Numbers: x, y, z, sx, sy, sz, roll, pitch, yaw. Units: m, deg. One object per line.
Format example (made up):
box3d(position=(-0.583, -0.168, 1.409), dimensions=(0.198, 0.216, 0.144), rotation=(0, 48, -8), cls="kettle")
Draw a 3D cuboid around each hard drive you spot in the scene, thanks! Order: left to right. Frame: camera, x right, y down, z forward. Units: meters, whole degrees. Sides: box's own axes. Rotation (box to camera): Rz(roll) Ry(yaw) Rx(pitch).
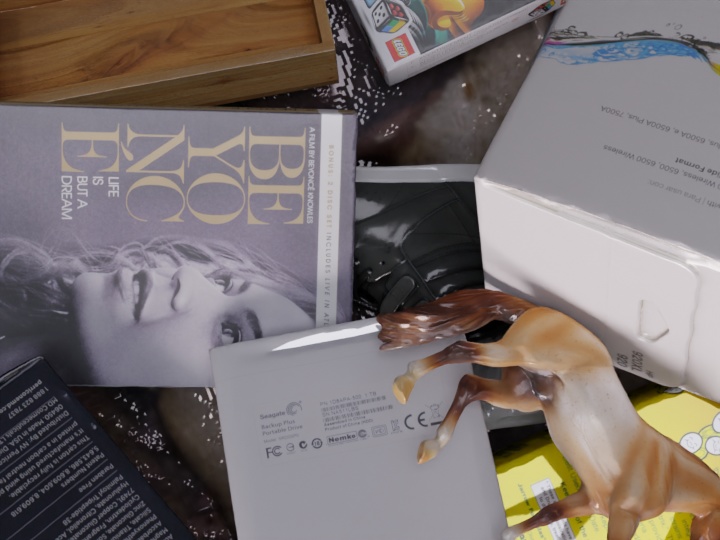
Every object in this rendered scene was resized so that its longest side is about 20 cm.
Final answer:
box3d(position=(0.005, 0.123, 0.756), dimensions=(0.132, 0.025, 0.200), rotation=(-10, 67, -2), cls="hard drive")

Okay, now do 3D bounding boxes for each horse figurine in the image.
box3d(position=(0.095, 0.079, 0.741), dimensions=(0.132, 0.050, 0.200), rotation=(-30, 76, -28), cls="horse figurine")

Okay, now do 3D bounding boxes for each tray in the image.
box3d(position=(-0.119, -0.136, 0.863), dimensions=(0.200, 0.037, 0.099), rotation=(-11, 61, -2), cls="tray")

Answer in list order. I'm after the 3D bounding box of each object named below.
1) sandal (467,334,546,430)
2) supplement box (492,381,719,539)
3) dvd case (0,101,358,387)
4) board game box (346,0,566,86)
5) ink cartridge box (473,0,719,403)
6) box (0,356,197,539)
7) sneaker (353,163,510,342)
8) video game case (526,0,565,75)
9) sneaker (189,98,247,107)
box3d(position=(0.032, 0.076, 0.856), dimensions=(0.202, 0.083, 0.050), rotation=(0, 128, -3), cls="sandal")
box3d(position=(0.140, 0.131, 0.828), dimensions=(0.200, 0.109, 0.110), rotation=(-23, 86, -4), cls="supplement box")
box3d(position=(-0.102, -0.012, 0.795), dimensions=(0.200, 0.016, 0.149), rotation=(1, 101, -6), cls="dvd case")
box3d(position=(0.030, -0.223, 0.882), dimensions=(0.126, 0.035, 0.200), rotation=(-26, 81, -2), cls="board game box")
box3d(position=(0.164, -0.064, 0.764), dimensions=(0.144, 0.147, 0.200), rotation=(21, 67, 19), cls="ink cartridge box")
box3d(position=(-0.157, 0.169, 0.784), dimensions=(0.200, 0.148, 0.104), rotation=(49, 54, 4), cls="box")
box3d(position=(0.000, 0.000, 0.841), dimensions=(0.200, 0.071, 0.099), rotation=(-5, 61, -5), cls="sneaker")
box3d(position=(0.219, -0.143, 0.896), dimensions=(0.200, 0.023, 0.182), rotation=(24, 85, 0), cls="video game case")
box3d(position=(-0.140, -0.030, 0.842), dimensions=(0.200, 0.090, 0.070), rotation=(-35, 87, -4), cls="sneaker")
